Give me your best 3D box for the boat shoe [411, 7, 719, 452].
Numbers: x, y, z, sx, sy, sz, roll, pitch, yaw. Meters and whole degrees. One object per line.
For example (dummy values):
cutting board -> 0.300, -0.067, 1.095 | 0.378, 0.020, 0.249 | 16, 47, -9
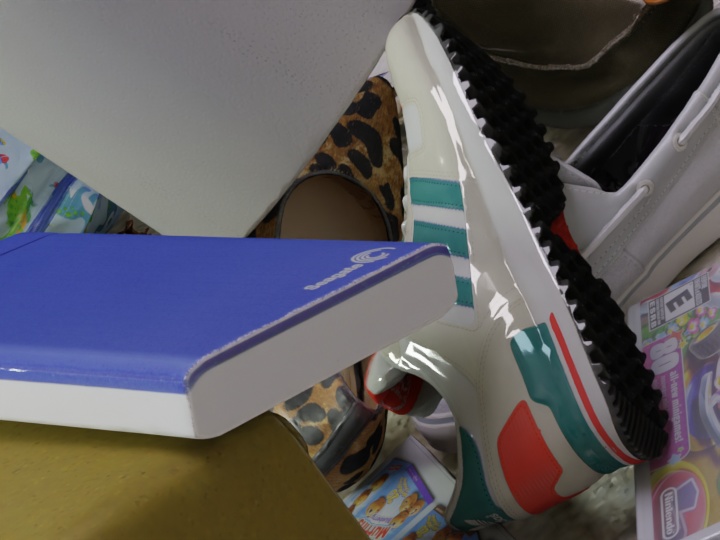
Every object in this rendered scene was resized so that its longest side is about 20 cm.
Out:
boat shoe -> 0.086, -0.018, 1.062 | 0.200, 0.069, 0.072 | -41, 29, -1

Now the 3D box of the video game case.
video game case -> 0.180, 0.018, 0.954 | 0.199, 0.018, 0.144 | -27, 31, 22

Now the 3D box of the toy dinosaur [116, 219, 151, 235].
toy dinosaur -> -0.138, 0.054, 1.213 | 0.136, 0.102, 0.201 | -33, 47, 47

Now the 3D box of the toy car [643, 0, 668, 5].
toy car -> 0.167, -0.155, 1.054 | 0.200, 0.184, 0.177 | -39, 28, 17

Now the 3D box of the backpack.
backpack -> -0.182, -0.034, 1.312 | 0.163, 0.154, 0.200 | -43, -13, 4

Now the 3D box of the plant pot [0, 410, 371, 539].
plant pot -> -0.090, 0.137, 0.923 | 0.200, 0.196, 0.194 | -43, 25, -13

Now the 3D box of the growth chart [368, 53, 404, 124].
growth chart -> 0.037, -0.113, 1.309 | 0.199, 0.018, 0.145 | -12, 40, 41

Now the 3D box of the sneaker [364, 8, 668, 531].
sneaker -> 0.031, 0.000, 1.003 | 0.093, 0.070, 0.201 | -33, 60, 17

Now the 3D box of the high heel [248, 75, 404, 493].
high heel -> 0.000, 0.000, 1.106 | 0.142, 0.071, 0.201 | -23, 43, 62

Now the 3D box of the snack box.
snack box -> 0.034, 0.124, 0.971 | 0.072, 0.024, 0.200 | -44, 29, -2

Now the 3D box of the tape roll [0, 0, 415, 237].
tape roll -> -0.064, -0.124, 1.131 | 0.203, 0.139, 0.203 | -53, 11, 15

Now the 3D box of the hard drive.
hard drive -> -0.085, 0.018, 0.948 | 0.199, 0.026, 0.132 | 2, 19, 40

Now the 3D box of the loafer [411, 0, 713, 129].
loafer -> 0.064, -0.110, 1.189 | 0.199, 0.070, 0.075 | 7, 56, 52
